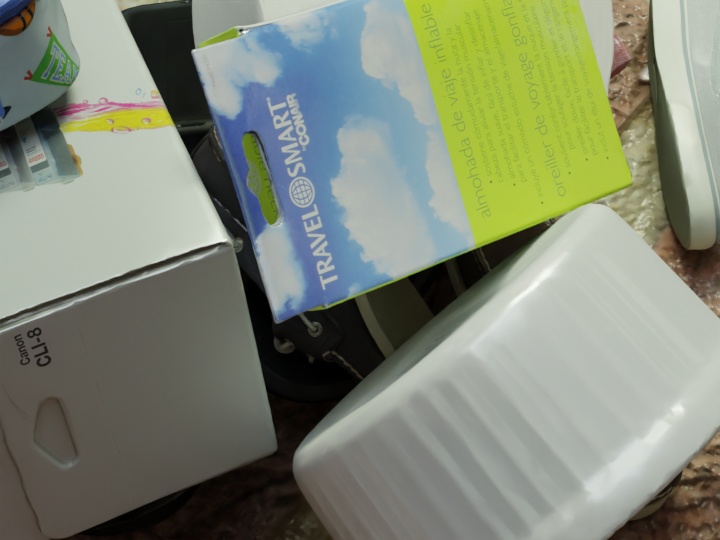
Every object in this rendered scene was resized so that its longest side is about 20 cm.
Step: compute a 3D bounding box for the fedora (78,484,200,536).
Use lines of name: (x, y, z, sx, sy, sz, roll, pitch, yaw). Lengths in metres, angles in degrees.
fedora: (-0.143, 0.069, 0.958, 0.199, 0.092, 0.201, -4, 48, 5)

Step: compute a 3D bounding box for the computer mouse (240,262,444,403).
computer mouse: (0.000, 0.000, 1.034, 0.138, 0.053, 0.200, 39, 58, 2)

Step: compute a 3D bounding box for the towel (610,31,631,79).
towel: (0.031, -0.152, 1.023, 0.144, 0.023, 0.201, -33, 86, 6)

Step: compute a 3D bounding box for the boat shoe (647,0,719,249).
boat shoe: (0.202, -0.096, 1.096, 0.071, 0.070, 0.202, -2, 49, 5)

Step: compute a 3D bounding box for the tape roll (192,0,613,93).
tape roll: (0.022, -0.118, 0.923, 0.202, 0.203, 0.071, -40, 17, -27)

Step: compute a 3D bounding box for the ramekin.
ramekin: (0.065, 0.062, 0.835, 0.200, 0.200, 0.098, -40, 91, -26)

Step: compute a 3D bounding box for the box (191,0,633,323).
box: (0.019, -0.063, 0.848, 0.199, 0.048, 0.123, -21, 97, -31)

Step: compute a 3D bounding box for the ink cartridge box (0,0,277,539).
ink cartridge box: (-0.140, -0.005, 0.861, 0.144, 0.146, 0.201, -19, 49, -9)

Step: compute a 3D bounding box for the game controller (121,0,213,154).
game controller: (-0.060, -0.094, 1.023, 0.199, 0.042, 0.105, -2, 80, 29)

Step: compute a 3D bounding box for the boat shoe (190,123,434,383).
boat shoe: (-0.019, 0.012, 0.966, 0.063, 0.073, 0.201, -36, 88, 20)

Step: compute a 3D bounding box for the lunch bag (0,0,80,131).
lunch bag: (-0.218, -0.112, 0.824, 0.160, 0.076, 0.200, -29, 47, -12)

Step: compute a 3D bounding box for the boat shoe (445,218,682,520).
boat shoe: (0.103, 0.027, 0.983, 0.071, 0.060, 0.201, -19, 67, -17)
